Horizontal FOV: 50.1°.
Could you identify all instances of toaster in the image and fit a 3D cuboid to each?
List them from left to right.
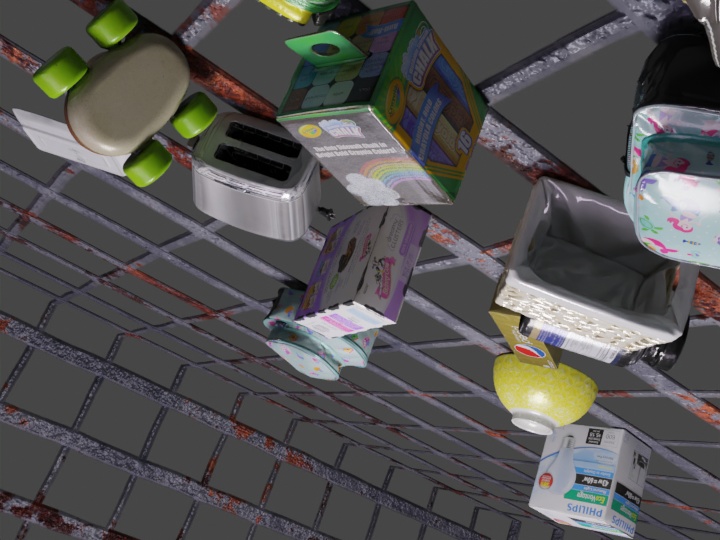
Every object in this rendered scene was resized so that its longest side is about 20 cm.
[{"bbox_3d":[-0.129,-0.120,1.004,0.200,0.114,0.129,21,157,6],"label":"toaster"}]

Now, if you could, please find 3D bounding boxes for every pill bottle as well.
[{"bbox_3d":[0.320,0.062,1.023,0.200,0.112,0.112,17,159,8],"label":"pill bottle"}]

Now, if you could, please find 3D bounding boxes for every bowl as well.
[{"bbox_3d":[0.339,0.247,1.465,0.200,0.108,0.200,19,160,7],"label":"bowl"}]

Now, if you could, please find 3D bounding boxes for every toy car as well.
[{"bbox_3d":[-0.300,-0.207,0.927,0.200,0.158,0.164,12,148,55],"label":"toy car"}]

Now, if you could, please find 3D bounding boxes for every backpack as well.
[{"bbox_3d":[-0.072,0.124,1.499,0.200,0.153,0.176,-2,145,32],"label":"backpack"},{"bbox_3d":[0.309,-0.084,0.644,0.177,0.151,0.200,12,162,19],"label":"backpack"}]

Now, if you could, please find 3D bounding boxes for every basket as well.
[{"bbox_3d":[0.267,-0.001,0.894,0.200,0.136,0.123,20,163,2],"label":"basket"}]

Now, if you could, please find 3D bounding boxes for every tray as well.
[{"bbox_3d":[-0.459,-0.200,1.247,0.200,0.022,0.107,18,160,8],"label":"tray"}]

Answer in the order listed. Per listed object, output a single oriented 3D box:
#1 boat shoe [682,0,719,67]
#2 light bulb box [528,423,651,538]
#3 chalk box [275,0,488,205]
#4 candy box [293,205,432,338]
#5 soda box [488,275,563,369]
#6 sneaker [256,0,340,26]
[{"bbox_3d":[0.235,-0.210,0.502,0.061,0.072,0.201,12,151,34],"label":"boat shoe"},{"bbox_3d":[0.501,0.453,1.684,0.125,0.200,0.198,34,155,-32],"label":"light bulb box"},{"bbox_3d":[0.013,-0.167,0.742,0.124,0.124,0.200,4,152,40],"label":"chalk box"},{"bbox_3d":[0.000,0.000,1.095,0.072,0.168,0.200,29,158,-20],"label":"candy box"},{"bbox_3d":[0.263,0.084,1.197,0.068,0.064,0.200,8,155,31],"label":"soda box"},{"bbox_3d":[-0.097,-0.286,0.641,0.200,0.078,0.085,18,154,-18],"label":"sneaker"}]
